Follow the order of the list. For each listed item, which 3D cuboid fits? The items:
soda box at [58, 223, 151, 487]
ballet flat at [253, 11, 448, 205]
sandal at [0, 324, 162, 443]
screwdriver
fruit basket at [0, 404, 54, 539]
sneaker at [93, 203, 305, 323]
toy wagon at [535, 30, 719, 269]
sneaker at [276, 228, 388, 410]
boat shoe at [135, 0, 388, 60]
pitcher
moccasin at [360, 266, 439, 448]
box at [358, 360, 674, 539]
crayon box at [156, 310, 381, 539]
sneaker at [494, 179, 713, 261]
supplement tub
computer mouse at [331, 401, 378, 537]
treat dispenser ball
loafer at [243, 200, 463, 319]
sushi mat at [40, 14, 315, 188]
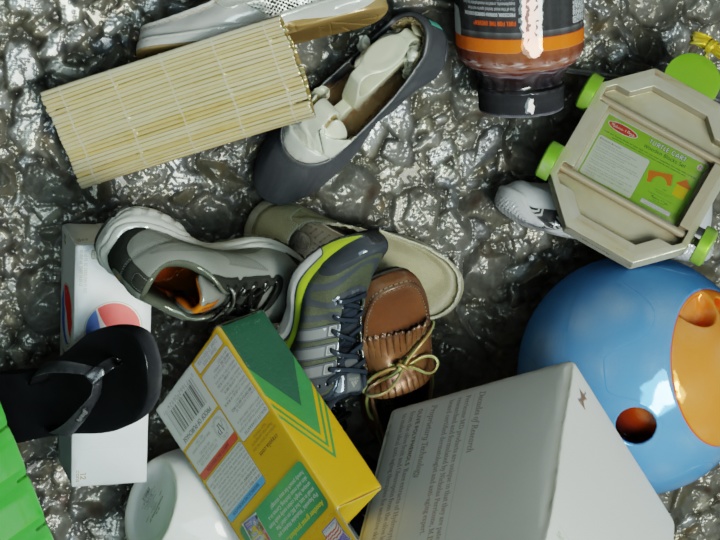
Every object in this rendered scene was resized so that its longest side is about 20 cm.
[{"bbox_3d":[-0.203,0.066,1.582,0.063,0.068,0.201,-2,106,-17],"label":"soda box"},{"bbox_3d":[-0.012,-0.135,1.587,0.200,0.073,0.073,-42,114,-6],"label":"ballet flat"},{"bbox_3d":[-0.228,0.097,1.524,0.043,0.200,0.076,-19,87,-54],"label":"sandal"},{"bbox_3d":[0.256,-0.160,1.702,0.199,0.029,0.028,7,103,-17],"label":"screwdriver"},{"bbox_3d":[-0.362,0.192,1.532,0.215,0.155,0.217,-7,102,-34],"label":"fruit basket"},{"bbox_3d":[-0.110,0.013,1.524,0.200,0.079,0.074,14,119,-39],"label":"sneaker"},{"bbox_3d":[0.244,-0.102,1.629,0.155,0.040,0.201,30,77,6],"label":"toy wagon"},{"bbox_3d":[-0.020,0.053,1.539,0.074,0.081,0.201,-14,140,-44],"label":"sneaker"},{"bbox_3d":[-0.082,-0.208,1.552,0.199,0.071,0.070,-13,83,-7],"label":"boat shoe"},{"bbox_3d":[-0.100,0.237,1.644,0.199,0.121,0.172,19,100,-34],"label":"pitcher"},{"bbox_3d":[0.028,0.078,1.619,0.073,0.078,0.202,-12,136,-17],"label":"moccasin"},{"bbox_3d":[0.123,0.219,1.540,0.171,0.200,0.199,-18,124,26],"label":"box"},{"bbox_3d":[-0.064,0.148,1.520,0.051,0.200,0.126,-19,158,-41],"label":"crayon box"},{"bbox_3d":[0.214,-0.078,1.685,0.199,0.075,0.116,11,92,-15],"label":"sneaker"},{"bbox_3d":[0.126,-0.227,1.591,0.106,0.107,0.201,-7,107,-17],"label":"supplement tub"},{"bbox_3d":[0.002,0.189,1.610,0.046,0.140,0.200,-40,75,28],"label":"computer mouse"},{"bbox_3d":[0.230,0.087,1.665,0.200,0.201,0.202,-5,107,-17],"label":"treat dispenser ball"},{"bbox_3d":[0.000,0.000,1.632,0.199,0.068,0.076,17,99,-22],"label":"loafer"},{"bbox_3d":[-0.139,-0.128,1.533,0.199,0.012,0.096,-17,125,7],"label":"sushi mat"}]
